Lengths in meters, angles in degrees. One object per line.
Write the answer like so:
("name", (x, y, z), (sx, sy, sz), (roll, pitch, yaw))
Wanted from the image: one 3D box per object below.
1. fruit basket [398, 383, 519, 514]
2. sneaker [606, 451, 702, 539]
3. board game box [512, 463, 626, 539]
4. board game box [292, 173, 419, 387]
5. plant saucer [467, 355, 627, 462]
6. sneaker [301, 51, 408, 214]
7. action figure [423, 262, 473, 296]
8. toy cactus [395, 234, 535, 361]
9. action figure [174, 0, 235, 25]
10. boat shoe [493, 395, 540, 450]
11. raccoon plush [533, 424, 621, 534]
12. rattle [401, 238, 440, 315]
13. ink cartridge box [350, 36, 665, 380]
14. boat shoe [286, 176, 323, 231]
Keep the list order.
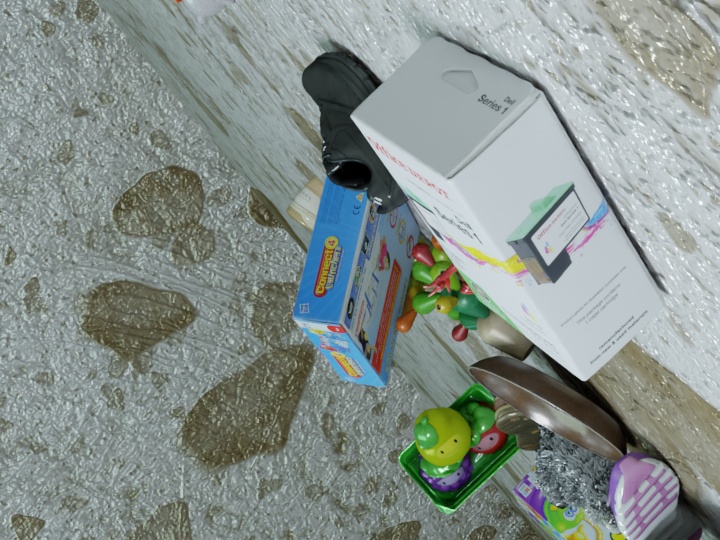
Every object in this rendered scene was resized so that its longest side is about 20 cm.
("fruit basket", (0.163, 0.293, 2.249), (0.156, 0.215, 0.216), (47, 175, 9))
("sneaker", (0.297, 0.244, 1.429), (0.089, 0.080, 0.200), (48, 177, 41))
("board game box", (0.306, 0.323, 1.722), (0.200, 0.105, 0.103), (41, 173, 22))
("board game box", (0.000, 0.000, 1.474), (0.055, 0.202, 0.196), (6, 158, 18))
("plant saucer", (0.209, 0.146, 1.458), (0.199, 0.032, 0.200), (30, 172, 5))
("sneaker", (-0.007, -0.122, 1.173), (0.200, 0.091, 0.076), (45, 177, 45))
("action figure", (0.086, -0.026, 1.105), (0.065, 0.099, 0.200), (45, 176, 41))
("toy cactus", (0.116, 0.045, 1.473), (0.164, 0.102, 0.200), (36, 163, 17))
("action figure", (-0.176, -0.303, 1.209), (0.194, 0.104, 0.200), (57, 175, 13))
("boat shoe", (0.224, 0.185, 1.742), (0.200, 0.071, 0.068), (41, -144, -58))
("raccoon plush", (0.261, 0.231, 1.600), (0.200, 0.097, 0.134), (50, 167, -19))
("rattle", (0.051, 0.038, 1.669), (0.129, 0.144, 0.200), (30, 173, -12))
("ink cartridge box", (0.098, -0.043, 0.900), (0.200, 0.084, 0.145), (52, 174, -34))
("boat shoe", (-0.003, -0.062, 1.732), (0.199, 0.070, 0.074), (25, -171, -40))
